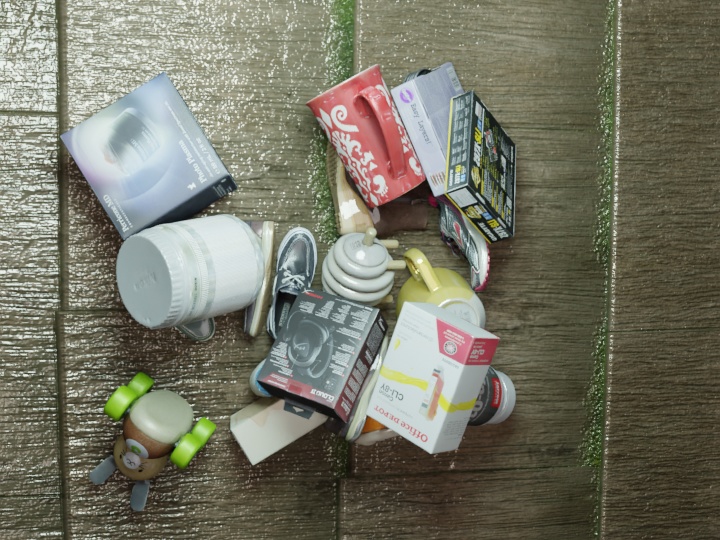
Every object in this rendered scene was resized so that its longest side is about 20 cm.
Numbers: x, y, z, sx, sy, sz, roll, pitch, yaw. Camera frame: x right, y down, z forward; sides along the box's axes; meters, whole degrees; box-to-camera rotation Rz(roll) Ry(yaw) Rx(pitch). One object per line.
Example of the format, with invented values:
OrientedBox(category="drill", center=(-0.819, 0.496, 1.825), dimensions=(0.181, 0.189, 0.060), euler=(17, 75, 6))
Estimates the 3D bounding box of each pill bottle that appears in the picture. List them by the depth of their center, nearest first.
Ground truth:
OrientedBox(category="pill bottle", center=(0.177, 0.210, 1.576), dimensions=(0.200, 0.114, 0.114), euler=(16, 95, -46))

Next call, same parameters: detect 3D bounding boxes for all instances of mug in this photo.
OrientedBox(category="mug", center=(0.012, -0.208, 1.460), dimensions=(0.133, 0.178, 0.201), euler=(-25, 101, 13))
OrientedBox(category="mug", center=(0.132, 0.069, 1.574), dimensions=(0.186, 0.153, 0.150), euler=(29, 92, -10))

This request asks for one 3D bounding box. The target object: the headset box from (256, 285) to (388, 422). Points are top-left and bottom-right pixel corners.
OrientedBox(category="headset box", center=(-0.064, 0.143, 1.481), dimensions=(0.148, 0.077, 0.201), euler=(15, 69, 24))

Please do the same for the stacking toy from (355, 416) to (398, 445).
OrientedBox(category="stacking toy", center=(0.036, 0.197, 1.603), dimensions=(0.145, 0.146, 0.201), euler=(-12, 82, -7))

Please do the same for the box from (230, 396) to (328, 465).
OrientedBox(category="box", center=(-0.123, 0.246, 1.586), dimensions=(0.199, 0.095, 0.078), euler=(-31, 99, -5))

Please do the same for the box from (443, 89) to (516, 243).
OrientedBox(category="box", center=(0.200, -0.170, 1.498), dimensions=(0.160, 0.049, 0.201), euler=(39, 46, -41))

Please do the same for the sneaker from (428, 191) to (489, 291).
OrientedBox(category="sneaker", center=(0.178, -0.057, 1.595), dimensions=(0.074, 0.081, 0.201), euler=(-16, 73, 0))

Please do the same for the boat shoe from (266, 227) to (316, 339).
OrientedBox(category="boat shoe", center=(-0.119, 0.026, 1.572), dimensions=(0.071, 0.068, 0.201), euler=(16, 94, -10))

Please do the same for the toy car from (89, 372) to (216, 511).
OrientedBox(category="toy car", center=(-0.373, 0.307, 1.535), dimensions=(0.164, 0.158, 0.200), euler=(35, 103, 1))

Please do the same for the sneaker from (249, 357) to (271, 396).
OrientedBox(category="sneaker", center=(-0.110, 0.149, 1.588), dimensions=(0.200, 0.081, 0.077), euler=(-30, 92, -25))

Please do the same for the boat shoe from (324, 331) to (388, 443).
OrientedBox(category="boat shoe", center=(-0.007, 0.183, 1.518), dimensions=(0.073, 0.075, 0.201), euler=(18, 69, 2))

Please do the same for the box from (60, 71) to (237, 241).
OrientedBox(category="box", center=(-0.337, -0.173, 1.468), dimensions=(0.198, 0.123, 0.200), euler=(-33, 86, -3))

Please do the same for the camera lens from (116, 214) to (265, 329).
OrientedBox(category="camera lens", center=(-0.264, -0.001, 1.449), dimensions=(0.200, 0.159, 0.161), euler=(-14, 102, -48))

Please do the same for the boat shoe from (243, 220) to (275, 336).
OrientedBox(category="boat shoe", center=(-0.186, 0.012, 1.563), dimensions=(0.064, 0.072, 0.201), euler=(8, 98, 2))

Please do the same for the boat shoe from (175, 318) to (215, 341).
OrientedBox(category="boat shoe", center=(-0.318, 0.041, 1.546), dimensions=(0.073, 0.062, 0.200), euler=(-34, 100, -3))

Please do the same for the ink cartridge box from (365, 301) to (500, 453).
OrientedBox(category="ink cartridge box", center=(0.112, 0.169, 1.441), dimensions=(0.083, 0.145, 0.201), euler=(5, 107, -52))

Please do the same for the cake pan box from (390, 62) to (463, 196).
OrientedBox(category="cake pan box", center=(0.138, -0.244, 1.528), dimensions=(0.052, 0.184, 0.201), euler=(-18, 103, 30))

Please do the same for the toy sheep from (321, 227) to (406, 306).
OrientedBox(category="toy sheep", center=(0.000, 0.000, 1.550), dimensions=(0.137, 0.138, 0.201), euler=(8, 131, -10))

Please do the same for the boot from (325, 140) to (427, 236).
OrientedBox(category="boot", center=(0.030, -0.159, 1.586), dimensions=(0.166, 0.072, 0.201), euler=(-9, 97, -20))
